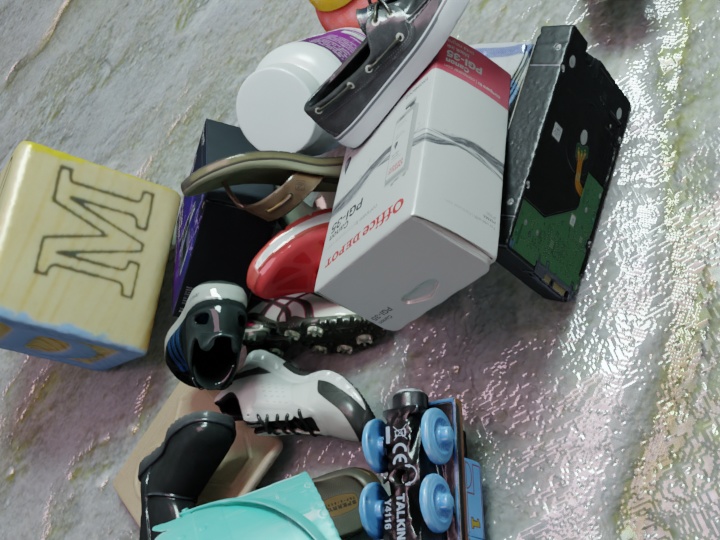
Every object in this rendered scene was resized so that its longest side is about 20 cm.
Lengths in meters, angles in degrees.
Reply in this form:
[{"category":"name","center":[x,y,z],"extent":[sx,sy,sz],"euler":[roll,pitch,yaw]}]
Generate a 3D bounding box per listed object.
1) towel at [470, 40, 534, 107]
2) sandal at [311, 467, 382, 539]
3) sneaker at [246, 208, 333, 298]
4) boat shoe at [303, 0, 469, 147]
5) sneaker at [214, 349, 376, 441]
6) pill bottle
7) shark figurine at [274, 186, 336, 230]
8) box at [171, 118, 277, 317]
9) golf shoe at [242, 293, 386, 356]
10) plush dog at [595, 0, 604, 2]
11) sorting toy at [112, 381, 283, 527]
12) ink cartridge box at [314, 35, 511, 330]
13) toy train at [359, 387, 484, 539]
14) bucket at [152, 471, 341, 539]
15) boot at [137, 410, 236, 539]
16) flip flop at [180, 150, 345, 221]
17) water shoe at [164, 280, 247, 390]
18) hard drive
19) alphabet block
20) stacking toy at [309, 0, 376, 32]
[{"category":"towel","center":[0.081,-0.159,0.932],"extent":[0.146,0.024,0.201],"euler":[9,58,40]},{"category":"sandal","center":[-0.068,0.244,0.864],"extent":[0.199,0.055,0.082],"euler":[-24,82,23]},{"category":"sneaker","center":[0.000,0.000,0.871],"extent":[0.199,0.079,0.116],"euler":[-26,59,-21]},{"category":"boat shoe","center":[0.021,-0.192,0.756],"extent":[0.200,0.066,0.070],"euler":[-48,25,33]},{"category":"sneaker","center":[-0.065,0.139,0.899],"extent":[0.199,0.074,0.080],"euler":[8,41,46]},{"category":"pill bottle","center":[-0.043,-0.178,0.921],"extent":[0.112,0.200,0.113],"euler":[8,112,19]},{"category":"shark figurine","center":[-0.067,-0.066,1.011],"extent":[0.128,0.090,0.215],"euler":[-23,60,-12]},{"category":"box","center":[-0.149,-0.055,0.989],"extent":[0.200,0.078,0.142],"euler":[-105,35,-57]},{"category":"golf shoe","center":[-0.059,0.040,0.953],"extent":[0.199,0.077,0.089],"euler":[-5,61,36]},{"category":"plush dog","center":[0.271,-0.356,0.862],"extent":[0.171,0.160,0.201],"euler":[-6,94,20]},{"category":"sorting toy","center":[-0.177,0.213,0.995],"extent":[0.186,0.036,0.200],"euler":[-55,44,3]},{"category":"ink cartridge box","center":[0.046,-0.073,0.762],"extent":[0.146,0.082,0.201],"euler":[-38,33,47]},{"category":"toy train","center":[0.057,0.202,0.761],"extent":[0.086,0.114,0.201],"euler":[-16,61,30]},{"category":"bucket","center":[-0.068,0.272,0.738],"extent":[0.134,0.208,0.208],"euler":[-24,50,-11]},{"category":"boot","center":[-0.167,0.256,0.874],"extent":[0.165,0.065,0.201],"euler":[-48,36,42]},{"category":"flip flop","center":[-0.067,-0.074,0.857],"extent":[0.081,0.199,0.058],"euler":[161,109,-71]},{"category":"water shoe","center":[-0.158,0.087,0.909],"extent":[0.200,0.071,0.079],"euler":[115,156,-55]},{"category":"hard drive","center":[0.170,-0.088,0.791],"extent":[0.038,0.140,0.201],"euler":[8,76,40]},{"category":"alphabet block","center":[-0.349,-0.007,1.083],"extent":[0.195,0.196,0.201],"euler":[-19,57,56]},{"category":"stacking toy","center":[-0.014,-0.313,0.996],"extent":[0.145,0.200,0.147],"euler":[-16,61,31]}]
